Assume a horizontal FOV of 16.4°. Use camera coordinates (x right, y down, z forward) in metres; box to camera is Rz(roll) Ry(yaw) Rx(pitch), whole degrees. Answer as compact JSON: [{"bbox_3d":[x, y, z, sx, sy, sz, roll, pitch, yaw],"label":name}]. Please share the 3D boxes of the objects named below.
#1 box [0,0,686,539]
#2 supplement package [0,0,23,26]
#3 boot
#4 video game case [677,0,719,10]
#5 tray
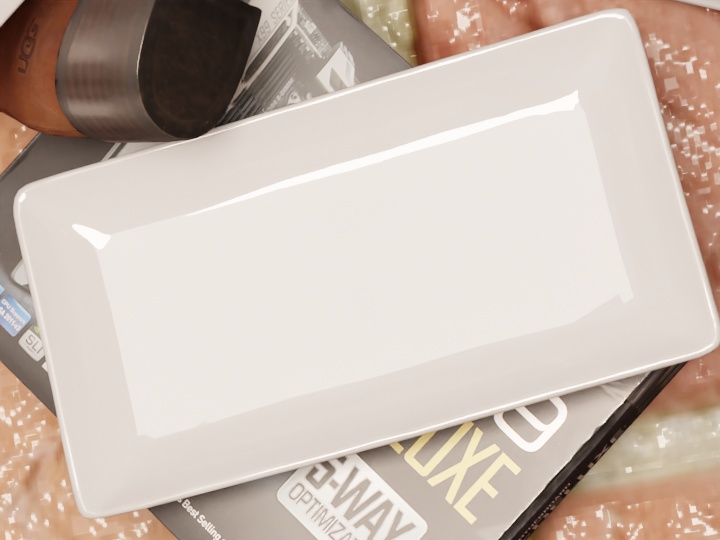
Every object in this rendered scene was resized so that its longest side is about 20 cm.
[{"bbox_3d":[-0.016,0.012,0.786,0.200,0.050,0.158,44,92,15],"label":"box"},{"bbox_3d":[-0.156,-0.178,0.729,0.152,0.151,0.200,-48,35,-2],"label":"supplement package"},{"bbox_3d":[-0.097,-0.128,0.805,0.199,0.068,0.189,9,77,41],"label":"boot"},{"bbox_3d":[0.119,-0.144,0.721,0.199,0.183,0.023,15,53,13],"label":"video game case"},{"bbox_3d":[0.000,0.000,0.747,0.199,0.022,0.108,-16,79,9],"label":"tray"}]
